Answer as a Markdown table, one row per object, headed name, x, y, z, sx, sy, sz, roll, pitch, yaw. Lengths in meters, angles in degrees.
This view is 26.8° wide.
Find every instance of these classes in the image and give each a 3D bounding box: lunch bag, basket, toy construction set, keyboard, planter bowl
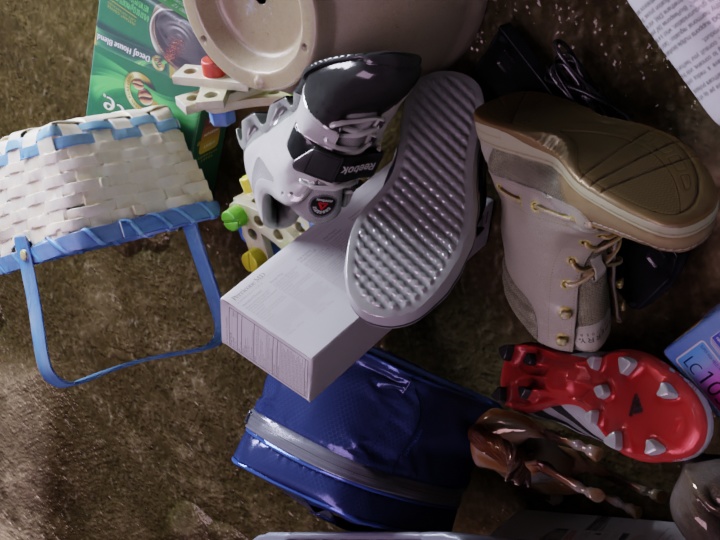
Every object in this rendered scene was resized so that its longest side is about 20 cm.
| name | x | y | z | sx | sy | sz | roll | pitch | yaw |
| --- | --- | --- | --- | --- | --- | --- | --- | --- | --- |
| lunch bag | 0.006 | 0.129 | 1.126 | 0.136 | 0.200 | 0.132 | 24 | 89 | 33 |
| basket | -0.192 | -0.021 | 1.180 | 0.139 | 0.176 | 0.200 | -19 | 86 | 44 |
| toy construction set | -0.061 | -0.082 | 1.137 | 0.131 | 0.092 | 0.200 | 21 | 145 | 36 |
| keyboard | 0.153 | -0.077 | 0.989 | 0.200 | 0.040 | 0.104 | 54 | 151 | 11 |
| planter bowl | -0.033 | -0.196 | 1.006 | 0.200 | 0.135 | 0.200 | 23 | 130 | 31 |

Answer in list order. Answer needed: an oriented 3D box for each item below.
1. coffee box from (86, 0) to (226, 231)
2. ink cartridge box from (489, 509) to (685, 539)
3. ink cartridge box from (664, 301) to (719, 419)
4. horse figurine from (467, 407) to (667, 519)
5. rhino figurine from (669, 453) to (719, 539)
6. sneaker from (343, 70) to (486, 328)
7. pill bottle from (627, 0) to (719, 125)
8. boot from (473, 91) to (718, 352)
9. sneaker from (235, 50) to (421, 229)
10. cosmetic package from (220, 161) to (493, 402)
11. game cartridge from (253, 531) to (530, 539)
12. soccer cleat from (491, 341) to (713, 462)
| name | x | y | z | sx | sy | sz | roll | pitch | yaw |
| --- | --- | --- | --- | --- | --- | --- | --- | --- | --- |
| coffee box | -0.165 | -0.141 | 1.231 | 0.123 | 0.044 | 0.200 | 36 | 135 | 19 |
| ink cartridge box | 0.194 | 0.264 | 1.124 | 0.200 | 0.085 | 0.146 | -3 | 112 | 46 |
| ink cartridge box | 0.298 | 0.039 | 0.892 | 0.136 | 0.076 | 0.200 | 50 | 137 | 7 |
| horse figurine | 0.130 | 0.137 | 1.072 | 0.133 | 0.200 | 0.050 | 16 | 81 | 36 |
| rhino figurine | 0.238 | 0.151 | 0.961 | 0.060 | 0.200 | 0.087 | -45 | 80 | 8 |
| sneaker | 0.044 | -0.033 | 0.998 | 0.078 | 0.200 | 0.079 | 13 | 147 | 12 |
| pill bottle | 0.215 | -0.148 | 0.820 | 0.200 | 0.113 | 0.113 | 55 | 139 | 1 |
| boot | 0.147 | -0.014 | 0.936 | 0.200 | 0.072 | 0.155 | 35 | 141 | 51 |
| sneaker | -0.015 | -0.079 | 0.971 | 0.200 | 0.074 | 0.089 | -30 | 64 | 61 |
| cosmetic package | 0.000 | 0.000 | 1.047 | 0.083 | 0.200 | 0.051 | 34 | 143 | 23 |
| game cartridge | 0.034 | 0.211 | 1.099 | 0.200 | 0.133 | 0.040 | -8 | 71 | 38 |
| soccer cleat | 0.172 | 0.085 | 1.008 | 0.200 | 0.085 | 0.069 | 9 | 89 | 57 |
